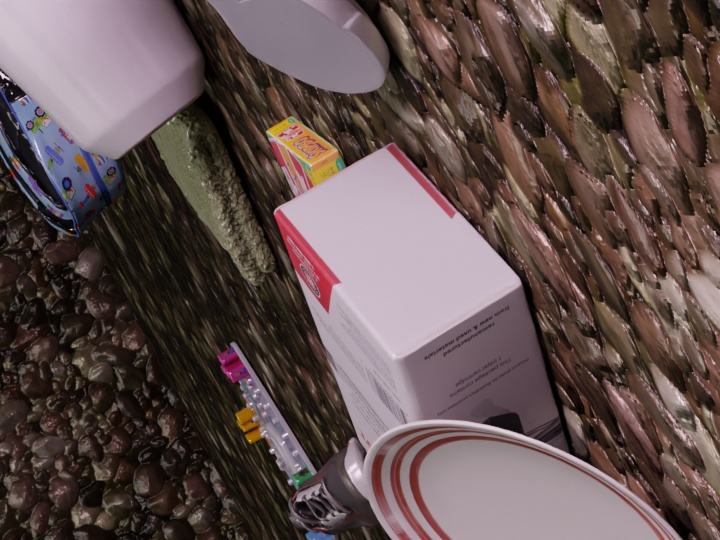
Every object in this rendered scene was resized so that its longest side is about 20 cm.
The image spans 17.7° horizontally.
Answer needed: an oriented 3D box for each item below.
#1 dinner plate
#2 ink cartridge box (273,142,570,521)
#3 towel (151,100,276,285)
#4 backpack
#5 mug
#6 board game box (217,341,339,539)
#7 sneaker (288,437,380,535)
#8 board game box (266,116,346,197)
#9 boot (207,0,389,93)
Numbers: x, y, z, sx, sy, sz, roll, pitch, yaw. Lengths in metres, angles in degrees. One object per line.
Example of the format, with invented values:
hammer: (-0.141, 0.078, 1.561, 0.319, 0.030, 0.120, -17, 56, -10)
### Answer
dinner plate: (0.094, 0.136, 1.198, 0.199, 0.024, 0.201, 21, 148, 14)
ink cartridge box: (0.041, 0.054, 1.287, 0.144, 0.083, 0.201, 50, 164, 44)
towel: (-0.134, -0.087, 1.889, 0.149, 0.036, 0.201, 51, 168, 40)
backpack: (-0.289, -0.142, 2.239, 0.201, 0.134, 0.183, 59, 170, 14)
mug: (-0.183, -0.177, 1.720, 0.154, 0.186, 0.149, 52, 138, -4)
board game box: (-0.087, 0.198, 2.489, 0.201, 0.026, 0.200, 57, 169, 24)
sneaker: (-0.020, 0.203, 2.004, 0.077, 0.081, 0.200, 59, 170, 9)
board game box: (0.000, 0.000, 1.514, 0.201, 0.030, 0.096, 63, 171, -24)
boot: (-0.045, -0.174, 1.157, 0.073, 0.096, 0.200, -5, 150, 37)
